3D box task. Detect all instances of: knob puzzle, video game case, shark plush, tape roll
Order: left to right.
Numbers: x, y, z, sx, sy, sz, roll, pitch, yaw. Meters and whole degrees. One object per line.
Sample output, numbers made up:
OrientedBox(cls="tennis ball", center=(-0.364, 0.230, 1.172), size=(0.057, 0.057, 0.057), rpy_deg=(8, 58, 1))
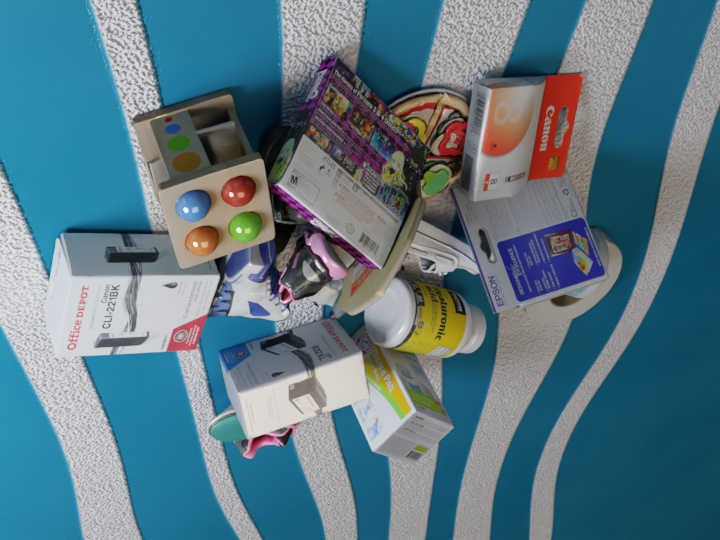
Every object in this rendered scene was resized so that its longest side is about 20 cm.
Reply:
OrientedBox(cls="video game case", center=(-0.009, -0.130, 1.147), size=(0.199, 0.035, 0.184), rpy_deg=(37, 69, -37))
OrientedBox(cls="shark plush", center=(0.000, 0.000, 1.374), size=(0.196, 0.091, 0.085), rpy_deg=(-21, 110, -4))
OrientedBox(cls="knob puzzle", center=(0.034, -0.015, 1.234), size=(0.030, 0.221, 0.221), rpy_deg=(32, 115, -15))
OrientedBox(cls="tape roll", center=(0.374, 0.013, 1.632), size=(0.199, 0.037, 0.205), rpy_deg=(-17, 139, -15))

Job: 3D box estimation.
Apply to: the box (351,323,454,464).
OrientedBox(cls="box", center=(0.049, 0.196, 1.496), size=(0.101, 0.202, 0.112), rpy_deg=(-44, 136, 18))

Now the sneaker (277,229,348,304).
OrientedBox(cls="sneaker", center=(-0.074, 0.003, 1.200), size=(0.095, 0.079, 0.200), rpy_deg=(-43, -177, -4))

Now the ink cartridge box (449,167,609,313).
OrientedBox(cls="ink cartridge box", center=(0.247, -0.051, 1.370), size=(0.196, 0.202, 0.047), rpy_deg=(-15, 167, -13))

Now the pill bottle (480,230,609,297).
OrientedBox(cls="pill bottle", center=(0.290, -0.029, 1.464), size=(0.196, 0.112, 0.112), rpy_deg=(13, 126, -22))

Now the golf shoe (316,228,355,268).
OrientedBox(cls="golf shoe", center=(-0.036, -0.074, 1.243), size=(0.088, 0.076, 0.203), rpy_deg=(-47, 154, -48))

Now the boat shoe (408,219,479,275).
OrientedBox(cls="boat shoe", center=(0.112, -0.027, 1.391), size=(0.197, 0.073, 0.067), rpy_deg=(25, 89, -30))

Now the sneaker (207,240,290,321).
OrientedBox(cls="sneaker", center=(-0.135, 0.010, 1.247), size=(0.113, 0.082, 0.199), rpy_deg=(11, 150, -22))

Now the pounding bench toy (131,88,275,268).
OrientedBox(cls="pounding bench toy", center=(-0.179, -0.078, 1.110), size=(0.122, 0.157, 0.202), rpy_deg=(-18, 140, -12))

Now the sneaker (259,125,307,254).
OrientedBox(cls="sneaker", center=(-0.101, -0.075, 1.196), size=(0.075, 0.115, 0.202), rpy_deg=(-4, 137, -26))

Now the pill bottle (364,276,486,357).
OrientedBox(cls="pill bottle", center=(0.110, 0.081, 1.484), size=(0.197, 0.112, 0.112), rpy_deg=(14, 124, -40))

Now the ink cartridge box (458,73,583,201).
OrientedBox(cls="ink cartridge box", center=(0.237, -0.188, 1.295), size=(0.196, 0.050, 0.166), rpy_deg=(-8, 120, -25))

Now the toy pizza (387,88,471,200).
OrientedBox(cls="toy pizza", center=(0.081, -0.161, 1.278), size=(0.196, 0.032, 0.203), rpy_deg=(-17, 138, -16))

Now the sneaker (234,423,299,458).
OrientedBox(cls="sneaker", center=(-0.125, 0.245, 1.513), size=(0.197, 0.096, 0.080), rpy_deg=(-25, 139, -8))

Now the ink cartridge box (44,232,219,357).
OrientedBox(cls="ink cartridge box", center=(-0.302, 0.032, 1.205), size=(0.196, 0.085, 0.146), rpy_deg=(0, 133, -30))

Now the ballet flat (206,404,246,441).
OrientedBox(cls="ballet flat", center=(-0.149, 0.218, 1.457), size=(0.195, 0.070, 0.070), rpy_deg=(-15, 139, -9))

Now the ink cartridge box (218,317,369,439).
OrientedBox(cls="ink cartridge box", center=(-0.102, 0.159, 1.397), size=(0.196, 0.145, 0.086), rpy_deg=(-16, 114, -15))
